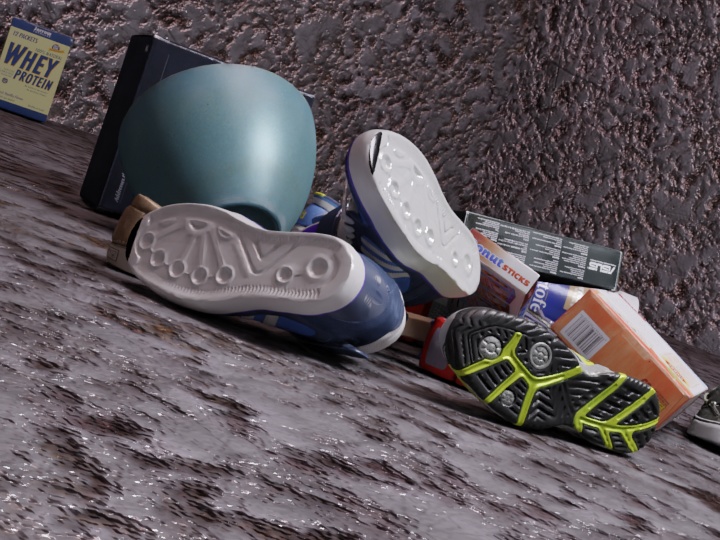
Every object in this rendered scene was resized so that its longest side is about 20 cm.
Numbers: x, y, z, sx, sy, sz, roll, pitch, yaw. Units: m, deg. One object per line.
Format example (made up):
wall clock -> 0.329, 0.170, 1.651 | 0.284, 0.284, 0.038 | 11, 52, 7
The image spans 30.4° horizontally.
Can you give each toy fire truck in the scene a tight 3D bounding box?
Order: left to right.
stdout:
toy fire truck -> 0.070, 0.056, 1.167 | 0.141, 0.049, 0.200 | 20, 5, 15

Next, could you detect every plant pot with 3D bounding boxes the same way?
plant pot -> -0.133, -0.084, 1.308 | 0.200, 0.200, 0.135 | 17, 42, -32

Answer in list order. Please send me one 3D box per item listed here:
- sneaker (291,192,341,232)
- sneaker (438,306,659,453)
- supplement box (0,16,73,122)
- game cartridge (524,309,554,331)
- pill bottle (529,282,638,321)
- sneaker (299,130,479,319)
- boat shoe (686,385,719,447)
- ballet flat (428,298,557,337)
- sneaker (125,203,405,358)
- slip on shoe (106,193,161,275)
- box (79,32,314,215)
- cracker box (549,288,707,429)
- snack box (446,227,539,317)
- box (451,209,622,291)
sneaker -> 0.000, 0.000, 1.488 | 0.200, 0.082, 0.074 | 42, -2, 22
sneaker -> 0.132, 0.086, 1.003 | 0.200, 0.075, 0.076 | 29, -8, -28
supplement box -> -0.735, -0.446, 2.938 | 0.134, 0.200, 0.200 | 18, 4, -17
game cartridge -> 0.143, 0.041, 1.436 | 0.200, 0.038, 0.130 | 30, 9, -9
pill bottle -> 0.224, 0.043, 1.600 | 0.200, 0.116, 0.116 | 19, 4, -1
sneaker -> -0.005, -0.033, 1.056 | 0.146, 0.081, 0.200 | -4, -31, 29
boat shoe -> 0.369, 0.143, 1.327 | 0.071, 0.064, 0.200 | 20, 4, 11
ballet flat -> 0.125, 0.053, 1.335 | 0.200, 0.072, 0.072 | 20, 4, 14
sneaker -> -0.063, 0.017, 1.001 | 0.200, 0.081, 0.146 | 8, -19, 26
slip on shoe -> -0.106, -0.007, 1.086 | 0.200, 0.061, 0.076 | 18, 4, -19
box -> -0.186, -0.140, 1.499 | 0.196, 0.200, 0.124 | 18, 3, -25
cracker box -> 0.264, 0.086, 1.285 | 0.134, 0.058, 0.200 | 49, 13, 15
snack box -> 0.116, 0.022, 1.202 | 0.072, 0.024, 0.200 | 37, -13, 11
box -> 0.122, -0.023, 1.320 | 0.200, 0.048, 0.193 | 13, -1, -33
